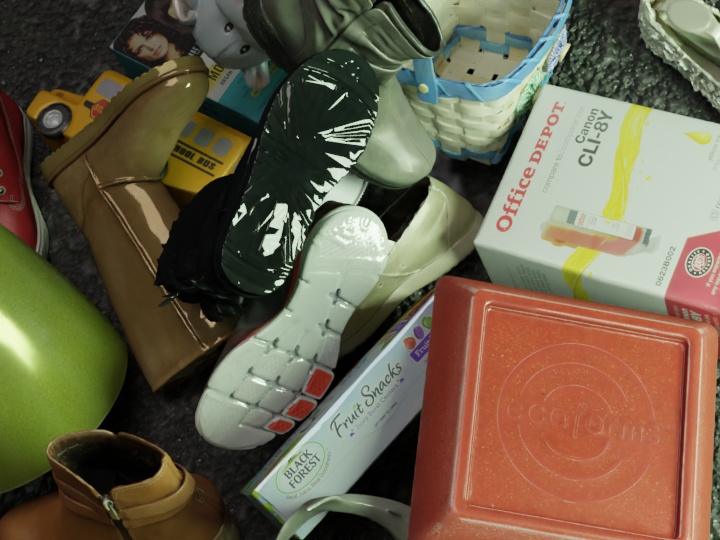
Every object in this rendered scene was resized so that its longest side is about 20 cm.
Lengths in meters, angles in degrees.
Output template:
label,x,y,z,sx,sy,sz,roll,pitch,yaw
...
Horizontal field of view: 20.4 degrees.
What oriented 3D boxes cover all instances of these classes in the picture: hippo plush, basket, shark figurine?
label,x,y,z,sx,sy,sz,roll,pitch,yaw
hippo plush,-0.079,-0.241,1.522,0.199,0.159,0.161,-6,41,55
basket,0.082,-0.196,1.494,0.138,0.201,0.177,14,54,26
shark figurine,0.049,0.201,1.315,0.128,0.215,0.089,-42,18,-23

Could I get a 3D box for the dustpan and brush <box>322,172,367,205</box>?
label,x,y,z,sx,sy,sz,roll,pitch,yaw
dustpan and brush,-0.022,-0.081,1.546,0.139,0.057,0.201,1,61,59

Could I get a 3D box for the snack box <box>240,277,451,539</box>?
label,x,y,z,sx,sy,sz,roll,pitch,yaw
snack box,0.003,0.098,1.403,0.053,0.142,0.200,43,81,1

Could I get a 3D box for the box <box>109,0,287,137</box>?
label,x,y,z,sx,sy,sz,roll,pitch,yaw
box,-0.104,-0.165,1.639,0.199,0.049,0.083,27,74,29

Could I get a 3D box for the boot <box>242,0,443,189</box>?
label,x,y,z,sx,sy,sz,roll,pitch,yaw
boot,0.013,-0.142,1.407,0.130,0.200,0.068,-11,36,50

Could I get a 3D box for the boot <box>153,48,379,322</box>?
label,x,y,z,sx,sy,sz,roll,pitch,yaw
boot,-0.071,-0.057,1.412,0.073,0.162,0.199,28,77,-16

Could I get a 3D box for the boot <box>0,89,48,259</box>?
label,x,y,z,sx,sy,sz,roll,pitch,yaw
boot,-0.312,-0.080,1.609,0.072,0.144,0.201,-15,60,8

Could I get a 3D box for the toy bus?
label,x,y,z,sx,sy,sz,roll,pitch,yaw
toy bus,-0.174,-0.101,1.618,0.199,0.065,0.079,27,74,29

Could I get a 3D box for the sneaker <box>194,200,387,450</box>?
label,x,y,z,sx,sy,sz,roll,pitch,yaw
sneaker,-0.051,0.037,1.427,0.201,0.077,0.082,-54,23,4

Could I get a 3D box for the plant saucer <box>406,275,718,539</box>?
label,x,y,z,sx,sy,sz,roll,pitch,yaw
plant saucer,0.139,0.102,1.300,0.198,0.037,0.201,10,63,-5

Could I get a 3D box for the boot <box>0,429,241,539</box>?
label,x,y,z,sx,sy,sz,roll,pitch,yaw
boot,-0.195,0.167,1.426,0.199,0.155,0.077,3,64,20

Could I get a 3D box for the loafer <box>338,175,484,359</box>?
label,x,y,z,sx,sy,sz,roll,pitch,yaw
loafer,0.000,0.000,1.491,0.200,0.068,0.076,-38,22,-13

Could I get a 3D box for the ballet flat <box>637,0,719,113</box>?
label,x,y,z,sx,sy,sz,roll,pitch,yaw
ballet flat,0.279,-0.153,1.494,0.072,0.072,0.200,-46,59,-9

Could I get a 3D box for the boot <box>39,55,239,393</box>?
label,x,y,z,sx,sy,sz,roll,pitch,yaw
boot,-0.138,-0.036,1.518,0.175,0.066,0.201,-37,76,29

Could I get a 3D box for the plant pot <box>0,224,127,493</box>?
label,x,y,z,sx,sy,sz,roll,pitch,yaw
plant pot,-0.300,0.032,1.478,0.186,0.201,0.188,-19,36,15

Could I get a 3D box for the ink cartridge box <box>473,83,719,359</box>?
label,x,y,z,sx,sy,sz,roll,pitch,yaw
ink cartridge box,0.201,-0.037,1.445,0.199,0.084,0.146,16,69,26
